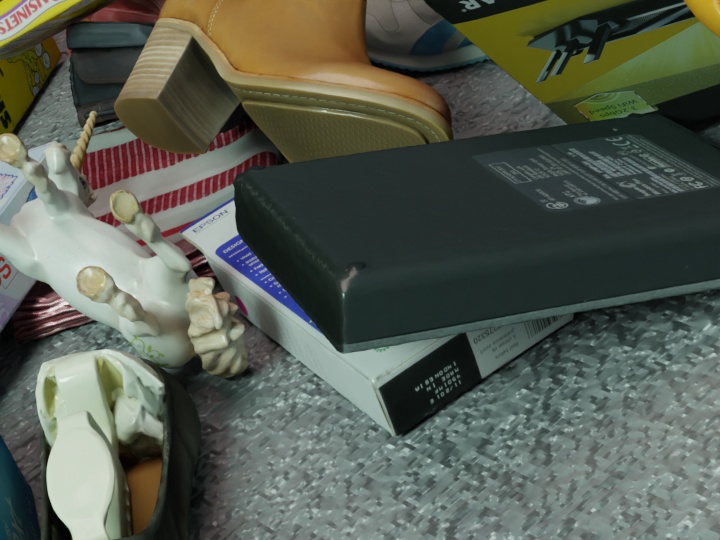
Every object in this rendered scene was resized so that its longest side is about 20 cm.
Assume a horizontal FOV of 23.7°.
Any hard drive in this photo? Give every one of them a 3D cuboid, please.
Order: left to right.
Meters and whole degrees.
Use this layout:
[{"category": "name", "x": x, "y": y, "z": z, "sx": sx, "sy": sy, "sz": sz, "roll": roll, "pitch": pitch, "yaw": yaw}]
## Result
[{"category": "hard drive", "x": 0.062, "y": -0.021, "z": 0.686, "sx": 0.198, "sy": 0.033, "sz": 0.140, "roll": -9, "pitch": 23, "yaw": -18}]

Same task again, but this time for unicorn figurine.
[{"category": "unicorn figurine", "x": -0.123, "y": -0.012, "z": 0.777, "sx": 0.074, "sy": 0.137, "sz": 0.200, "roll": -40, "pitch": 65, "yaw": -1}]

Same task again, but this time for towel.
[{"category": "towel", "x": -0.112, "y": -0.041, "z": 0.922, "sx": 0.143, "sy": 0.023, "sz": 0.201, "roll": -17, "pitch": 30, "yaw": 8}]

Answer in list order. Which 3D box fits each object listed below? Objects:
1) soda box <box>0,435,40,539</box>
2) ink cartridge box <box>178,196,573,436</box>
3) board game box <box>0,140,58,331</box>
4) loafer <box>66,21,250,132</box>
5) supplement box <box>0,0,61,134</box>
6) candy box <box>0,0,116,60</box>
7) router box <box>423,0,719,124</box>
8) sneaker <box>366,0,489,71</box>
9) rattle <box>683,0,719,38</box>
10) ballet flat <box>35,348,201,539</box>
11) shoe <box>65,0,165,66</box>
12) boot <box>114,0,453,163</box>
[{"category": "soda box", "x": -0.156, "y": 0.123, "z": 0.642, "sx": 0.067, "sy": 0.065, "sz": 0.200, "roll": -25, "pitch": 29, "yaw": -4}, {"category": "ink cartridge box", "x": 0.000, "y": 0.000, "z": 0.765, "sx": 0.094, "sy": 0.037, "sz": 0.200, "roll": -32, "pitch": 33, "yaw": -16}, {"category": "board game box", "x": -0.257, "y": 0.028, "z": 0.863, "sx": 0.198, "sy": 0.041, "sz": 0.200, "roll": -14, "pitch": 31, "yaw": 30}, {"category": "loafer", "x": -0.082, "y": -0.102, "z": 0.947, "sx": 0.198, "sy": 0.064, "sz": 0.072, "roll": 9, "pitch": 8, "yaw": 35}, {"category": "supplement box", "x": -0.285, "y": -0.123, "z": 1.085, "sx": 0.108, "sy": 0.110, "sz": 0.201, "roll": -12, "pitch": 31, "yaw": 19}, {"category": "candy box", "x": -0.139, "y": -0.168, "z": 0.961, "sx": 0.199, "sy": 0.027, "sz": 0.102, "roll": -26, "pitch": 9, "yaw": 18}, {"category": "router box", "x": 0.147, "y": -0.125, "z": 0.705, "sx": 0.198, "sy": 0.157, "sz": 0.053, "roll": -14, "pitch": 63, "yaw": 32}, {"category": "sneaker", "x": 0.070, "y": -0.161, "z": 0.933, "sx": 0.198, "sy": 0.081, "sz": 0.077, "roll": -1, "pitch": 37, "yaw": 35}, {"category": "rattle", "x": 0.244, "y": -0.108, "z": 0.625, "sx": 0.200, "sy": 0.144, "sz": 0.130, "roll": -36, "pitch": -7, "yaw": 38}, {"category": "ballet flat", "x": -0.097, "y": 0.073, "z": 0.677, "sx": 0.067, "sy": 0.069, "sz": 0.200, "roll": -17, "pitch": 29, "yaw": -2}, {"category": "shoe", "x": -0.108, "y": -0.162, "z": 1.035, "sx": 0.198, "sy": 0.092, "sz": 0.071, "roll": 1, "pitch": 23, "yaw": 37}, {"category": "boot", "x": -0.013, "y": -0.122, "z": 0.823, "sx": 0.199, "sy": 0.077, "sz": 0.156, "roll": 7, "pitch": 58, "yaw": 44}]
